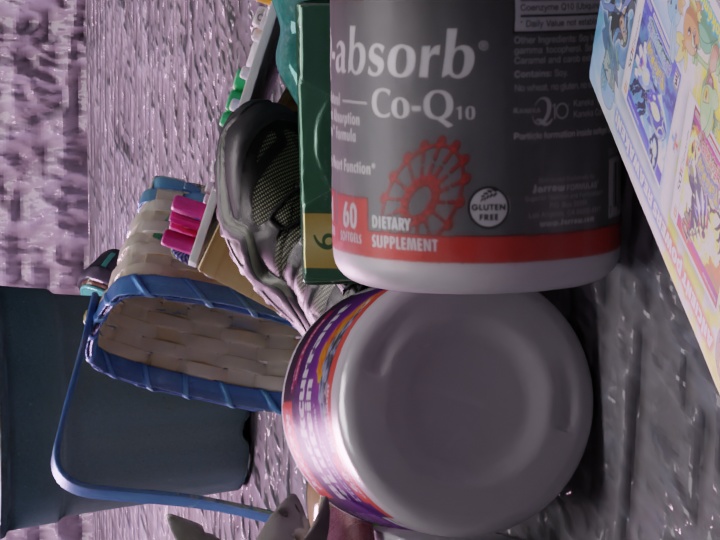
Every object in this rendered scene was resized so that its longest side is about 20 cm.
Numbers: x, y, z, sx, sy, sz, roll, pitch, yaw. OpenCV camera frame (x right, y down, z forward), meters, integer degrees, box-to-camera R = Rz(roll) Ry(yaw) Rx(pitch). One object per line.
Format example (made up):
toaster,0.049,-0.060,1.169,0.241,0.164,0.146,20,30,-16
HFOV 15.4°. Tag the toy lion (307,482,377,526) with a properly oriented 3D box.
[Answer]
toy lion,-0.001,0.080,1.472,0.200,0.068,0.193,104,167,-56

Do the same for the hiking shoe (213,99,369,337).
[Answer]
hiking shoe,0.000,0.000,1.328,0.100,0.076,0.201,-21,96,48

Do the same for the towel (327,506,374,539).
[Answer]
towel,-0.018,0.227,1.296,0.144,0.023,0.201,-52,35,35

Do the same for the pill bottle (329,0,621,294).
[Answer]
pill bottle,0.045,-0.097,1.036,0.116,0.115,0.202,-148,56,-77

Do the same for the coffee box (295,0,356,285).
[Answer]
coffee box,0.014,-0.066,1.200,0.200,0.044,0.124,-28,-62,-76

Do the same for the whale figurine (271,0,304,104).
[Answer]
whale figurine,-0.022,-0.180,1.318,0.159,0.103,0.201,-113,35,-78

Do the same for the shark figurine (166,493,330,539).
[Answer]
shark figurine,-0.060,0.166,1.225,0.214,0.089,0.129,78,-163,-85

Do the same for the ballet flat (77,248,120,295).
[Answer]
ballet flat,-0.254,0.041,2.744,0.200,0.072,0.073,94,169,-59

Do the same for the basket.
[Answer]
basket,-0.090,0.052,1.600,0.139,0.175,0.201,122,155,-65

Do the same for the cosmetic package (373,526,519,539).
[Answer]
cosmetic package,0.047,0.200,1.251,0.200,0.051,0.152,173,93,-79

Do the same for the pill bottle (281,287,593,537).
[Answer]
pill bottle,0.025,0.059,1.178,0.200,0.111,0.112,160,107,-78

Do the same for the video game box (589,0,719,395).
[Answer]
video game box,0.124,-0.078,0.817,0.201,0.046,0.183,-105,19,-49

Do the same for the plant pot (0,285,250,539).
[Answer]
plant pot,-0.191,0.102,2.070,0.200,0.195,0.202,177,90,-79

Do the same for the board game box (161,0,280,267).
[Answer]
board game box,-0.058,-0.131,1.507,0.200,0.026,0.201,-72,2,-62

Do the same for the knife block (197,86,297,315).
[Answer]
knife block,-0.020,-0.072,1.476,0.176,0.064,0.200,-62,-1,22
